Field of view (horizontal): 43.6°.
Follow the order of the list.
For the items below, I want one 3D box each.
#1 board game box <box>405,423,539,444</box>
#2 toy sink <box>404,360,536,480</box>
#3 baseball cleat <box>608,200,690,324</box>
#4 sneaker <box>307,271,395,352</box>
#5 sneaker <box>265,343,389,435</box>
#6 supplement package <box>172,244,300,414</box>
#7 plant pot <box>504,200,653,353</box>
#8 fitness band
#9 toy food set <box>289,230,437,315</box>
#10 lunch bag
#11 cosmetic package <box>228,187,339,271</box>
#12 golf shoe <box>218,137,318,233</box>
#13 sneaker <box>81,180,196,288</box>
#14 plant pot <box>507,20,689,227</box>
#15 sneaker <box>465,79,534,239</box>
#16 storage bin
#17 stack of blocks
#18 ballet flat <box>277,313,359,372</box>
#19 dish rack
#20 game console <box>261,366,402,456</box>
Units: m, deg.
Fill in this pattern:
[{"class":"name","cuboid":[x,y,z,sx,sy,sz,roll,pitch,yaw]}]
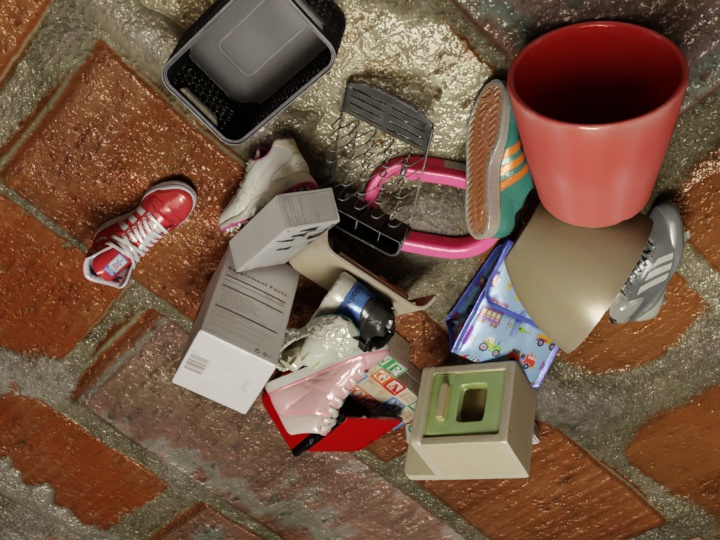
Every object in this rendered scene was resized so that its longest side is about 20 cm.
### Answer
[{"class":"board game box","cuboid":[0.185,0.267,1.474,0.196,0.035,0.126,-11,154,17]},{"class":"toy sink","cuboid":[0.142,0.218,1.310,0.197,0.132,0.112,-8,139,29]},{"class":"baseball cleat","cuboid":[0.381,0.000,1.230,0.105,0.070,0.203,-14,129,-14]},{"class":"sneaker","cuboid":[-0.010,0.078,1.288,0.111,0.077,0.200,36,155,1]},{"class":"sneaker","cuboid":[-0.035,0.179,1.328,0.197,0.075,0.106,-23,81,7]},{"class":"supplement package","cuboid":[-0.177,0.078,1.307,0.118,0.202,0.122,25,128,-12]},{"class":"plant pot","cuboid":[0.266,-0.016,1.167,0.133,0.201,0.202,33,128,5]},{"class":"fitness band","cuboid":[0.101,-0.083,1.242,0.196,0.038,0.145,10,129,2]},{"class":"toy food set","cuboid":[0.000,0.000,1.288,0.198,0.061,0.143,33,160,-18]},{"class":"lunch bag","cuboid":[0.235,0.045,1.305,0.148,0.095,0.202,22,115,-11]},{"class":"cosmetic package","cuboid":[-0.107,-0.051,1.215,0.081,0.052,0.200,-9,169,-28]},{"class":"golf shoe","cuboid":[-0.135,-0.114,1.243,0.199,0.075,0.093,-25,78,43]},{"class":"sneaker","cuboid":[-0.319,-0.047,1.287,0.198,0.113,0.071,-29,120,27]},{"class":"plant pot","cuboid":[0.277,-0.162,1.065,0.196,0.203,0.179,-3,137,11]},{"class":"sneaker","cuboid":[0.184,-0.142,1.156,0.079,0.071,0.204,-7,111,-30]},{"class":"storage bin","cuboid":[-0.128,-0.268,1.095,0.199,0.095,0.135,-33,118,30]},{"class":"stack of blocks","cuboid":[0.027,0.155,1.427,0.115,0.059,0.199,-35,116,31]},{"class":"ballet flat","cuboid":[-0.067,0.111,1.253,0.071,0.073,0.199,34,155,-18]},{"class":"dish rack","cuboid":[0.015,-0.136,1.170,0.152,0.055,0.202,28,131,17]},{"class":"game console","cuboid":[-0.052,0.226,1.475,0.174,0.118,0.200,56,147,9]}]
